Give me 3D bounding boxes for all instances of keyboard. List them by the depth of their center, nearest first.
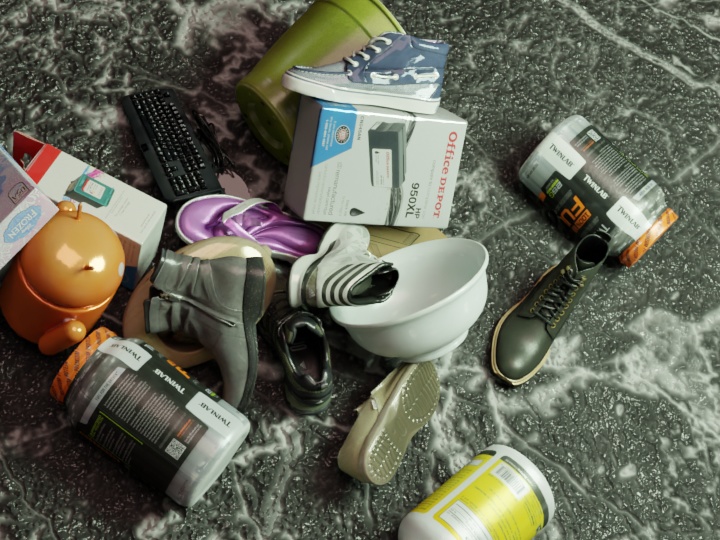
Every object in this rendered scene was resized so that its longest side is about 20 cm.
[{"bbox_3d":[-0.229,-0.173,1.527,0.104,0.040,0.200,-13,54,-24],"label":"keyboard"}]

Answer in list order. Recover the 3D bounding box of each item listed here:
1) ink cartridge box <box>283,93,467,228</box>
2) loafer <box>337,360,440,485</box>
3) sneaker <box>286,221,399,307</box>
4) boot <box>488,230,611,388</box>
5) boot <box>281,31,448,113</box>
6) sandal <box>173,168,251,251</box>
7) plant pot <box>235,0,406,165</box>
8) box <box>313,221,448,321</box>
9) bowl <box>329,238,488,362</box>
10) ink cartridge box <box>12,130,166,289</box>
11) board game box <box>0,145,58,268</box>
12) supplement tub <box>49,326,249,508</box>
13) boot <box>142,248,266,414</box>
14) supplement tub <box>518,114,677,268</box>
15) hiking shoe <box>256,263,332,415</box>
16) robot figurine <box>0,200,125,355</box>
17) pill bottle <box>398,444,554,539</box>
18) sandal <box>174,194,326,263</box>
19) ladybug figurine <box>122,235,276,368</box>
[{"bbox_3d":[0.019,-0.135,1.495,0.200,0.145,0.084,2,19,-24],"label":"ink cartridge box"},{"bbox_3d":[0.031,0.170,1.418,0.200,0.068,0.076,-51,127,-45],"label":"loafer"},{"bbox_3d":[0.000,0.001,1.431,0.115,0.076,0.201,9,25,18],"label":"sneaker"},{"bbox_3d":[0.238,0.042,1.513,0.077,0.138,0.200,31,59,1],"label":"boot"},{"bbox_3d":[0.007,-0.249,1.451,0.200,0.090,0.073,5,18,-19],"label":"boot"},{"bbox_3d":[-0.187,-0.046,1.490,0.076,0.043,0.200,22,58,-4],"label":"sandal"},{"bbox_3d":[-0.052,-0.241,1.566,0.193,0.200,0.200,-37,77,-18],"label":"plant pot"},{"bbox_3d":[0.034,-0.016,1.553,0.200,0.021,0.163,41,59,6],"label":"box"},{"bbox_3d":[0.071,0.048,1.436,0.201,0.201,0.090,-35,114,-29],"label":"bowl"},{"bbox_3d":[-0.337,-0.071,1.417,0.200,0.116,0.067,27,57,0],"label":"ink cartridge box"},{"bbox_3d":[-0.444,-0.044,1.306,0.200,0.043,0.199,-47,43,-5],"label":"board game box"},{"bbox_3d":[-0.233,0.158,1.318,0.200,0.123,0.123,36,58,4],"label":"supplement tub"},{"bbox_3d":[-0.180,0.068,1.350,0.131,0.200,0.070,2,19,-11],"label":"boot"},{"bbox_3d":[0.324,-0.105,1.629,0.200,0.123,0.122,44,59,11],"label":"supplement tub"},{"bbox_3d":[-0.074,0.066,1.428,0.076,0.101,0.200,-15,67,-24],"label":"hiking shoe"},{"bbox_3d":[-0.328,0.011,1.322,0.117,0.200,0.144,37,50,-6],"label":"robot figurine"},{"bbox_3d":[0.116,0.295,1.352,0.200,0.112,0.112,-34,76,-29],"label":"pill bottle"},{"bbox_3d":[-0.126,-0.057,1.474,0.202,0.050,0.083,8,63,-23],"label":"sandal"},{"bbox_3d":[-0.189,0.031,1.402,0.200,0.072,0.136,-33,116,-6],"label":"ladybug figurine"}]
